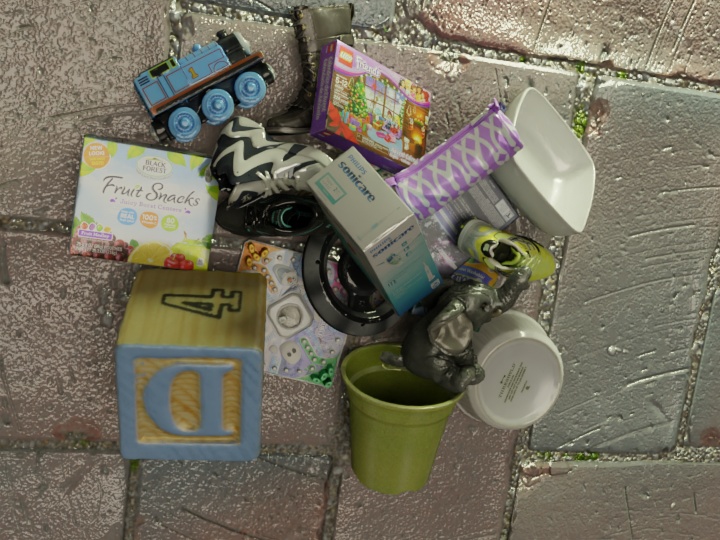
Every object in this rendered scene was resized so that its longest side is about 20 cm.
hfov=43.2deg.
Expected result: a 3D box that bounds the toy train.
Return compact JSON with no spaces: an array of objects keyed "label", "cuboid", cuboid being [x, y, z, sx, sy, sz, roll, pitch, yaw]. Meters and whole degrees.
[{"label":"toy train","cuboid":[-0.222,-0.263,1.296,0.199,0.087,0.115,-30,101,-9]}]

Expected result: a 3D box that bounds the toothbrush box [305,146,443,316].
[{"label":"toothbrush box","cuboid":[0.023,-0.050,1.245,0.085,0.147,0.200,-36,149,-5]}]

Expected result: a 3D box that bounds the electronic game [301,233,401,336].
[{"label":"electronic game","cuboid":[0.000,0.000,1.395,0.198,0.042,0.202,4,83,-29]}]

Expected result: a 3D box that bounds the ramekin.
[{"label":"ramekin","cuboid":[0.247,0.173,1.521,0.200,0.094,0.205,-4,104,-15]}]

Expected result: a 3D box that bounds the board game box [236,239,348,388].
[{"label":"board game box","cuboid":[-0.110,0.072,1.425,0.198,0.026,0.202,15,99,-14]}]

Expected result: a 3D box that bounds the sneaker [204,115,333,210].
[{"label":"sneaker","cuboid":[-0.127,-0.121,1.266,0.198,0.080,0.130,29,65,3]}]

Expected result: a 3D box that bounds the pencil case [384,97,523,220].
[{"label":"pencil case","cuboid":[0.139,-0.157,1.307,0.199,0.084,0.085,-38,135,13]}]

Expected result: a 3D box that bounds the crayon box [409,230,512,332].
[{"label":"crayon box","cuboid":[0.160,-0.015,1.457,0.125,0.052,0.202,15,97,-18]}]

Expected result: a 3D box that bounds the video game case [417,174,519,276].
[{"label":"video game case","cuboid":[0.130,-0.075,1.399,0.200,0.019,0.143,-40,108,-2]}]

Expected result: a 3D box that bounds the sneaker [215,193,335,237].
[{"label":"sneaker","cuboid":[-0.129,-0.086,1.329,0.198,0.079,0.076,0,93,18]}]

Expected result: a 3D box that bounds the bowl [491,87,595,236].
[{"label":"bowl","cuboid":[0.278,-0.163,1.428,0.200,0.074,0.201,45,45,-22]}]

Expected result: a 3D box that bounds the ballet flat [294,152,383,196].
[{"label":"ballet flat","cuboid":[-0.034,-0.139,1.384,0.199,0.076,0.064,-37,102,-7]}]

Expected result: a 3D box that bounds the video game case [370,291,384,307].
[{"label":"video game case","cuboid":[0.084,-0.006,1.475,0.198,0.018,0.145,-11,106,-13]}]

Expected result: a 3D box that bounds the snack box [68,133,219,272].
[{"label":"snack box","cuboid":[-0.310,-0.097,1.317,0.198,0.068,0.171,8,100,-19]}]

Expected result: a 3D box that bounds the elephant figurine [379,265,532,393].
[{"label":"elephant figurine","cuboid":[0.144,0.069,1.371,0.154,0.141,0.202,-19,132,-42]}]

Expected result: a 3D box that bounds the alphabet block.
[{"label":"alphabet block","cuboid":[-0.231,0.130,1.285,0.194,0.201,0.197,4,118,-6]}]

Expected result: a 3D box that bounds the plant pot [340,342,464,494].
[{"label":"plant pot","cuboid":[0.057,0.243,1.448,0.198,0.201,0.186,0,114,-16]}]

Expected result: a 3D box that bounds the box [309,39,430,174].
[{"label":"box","cuboid":[0.019,-0.231,1.331,0.199,0.039,0.138,19,71,-40]}]

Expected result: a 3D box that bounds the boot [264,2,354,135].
[{"label":"boot","cuboid":[-0.076,-0.296,1.330,0.199,0.069,0.176,-25,109,-34]}]

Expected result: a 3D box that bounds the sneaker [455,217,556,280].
[{"label":"sneaker","cuboid":[0.233,-0.017,1.400,0.199,0.076,0.076,15,107,-36]}]
